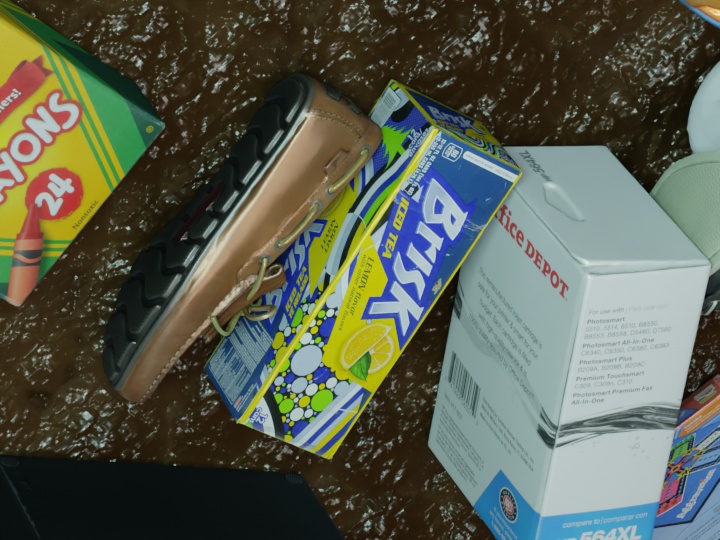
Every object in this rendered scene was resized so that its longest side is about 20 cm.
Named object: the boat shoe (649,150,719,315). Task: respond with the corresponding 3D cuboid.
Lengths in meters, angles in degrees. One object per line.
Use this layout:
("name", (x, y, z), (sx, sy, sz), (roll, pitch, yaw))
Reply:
("boat shoe", (0.195, -0.017, 1.669), (0.067, 0.072, 0.200), (1, 161, -18))

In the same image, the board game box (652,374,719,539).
("board game box", (0.167, 0.159, 1.854), (0.200, 0.019, 0.103), (-37, 130, -1))

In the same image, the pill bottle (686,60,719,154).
("pill bottle", (0.278, -0.039, 1.723), (0.116, 0.116, 0.200), (-38, 129, 0))

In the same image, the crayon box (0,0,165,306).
("crayon box", (-0.213, -0.081, 1.498), (0.200, 0.051, 0.127), (32, 103, -36))

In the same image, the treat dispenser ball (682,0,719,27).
("treat dispenser ball", (0.231, -0.214, 1.528), (0.200, 0.201, 0.202), (-12, 124, -19))

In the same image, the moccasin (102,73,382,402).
("moccasin", (-0.065, -0.010, 1.607), (0.078, 0.074, 0.202), (36, 91, -28))

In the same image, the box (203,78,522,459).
("box", (0.000, 0.000, 1.644), (0.070, 0.064, 0.200), (24, 108, -35))

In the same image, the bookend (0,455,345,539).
("bookend", (-0.132, 0.215, 1.696), (0.199, 0.092, 0.199), (5, 119, -30))

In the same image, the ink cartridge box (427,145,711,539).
("ink cartridge box", (0.115, 0.049, 1.679), (0.084, 0.146, 0.201), (-3, 121, -23))
